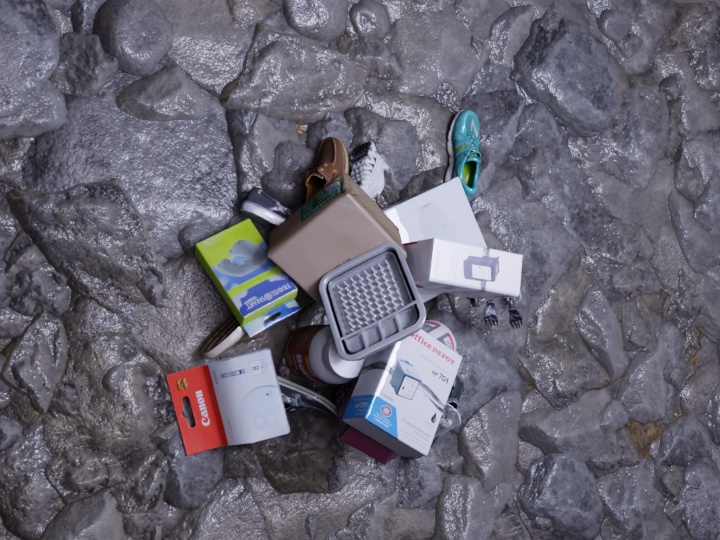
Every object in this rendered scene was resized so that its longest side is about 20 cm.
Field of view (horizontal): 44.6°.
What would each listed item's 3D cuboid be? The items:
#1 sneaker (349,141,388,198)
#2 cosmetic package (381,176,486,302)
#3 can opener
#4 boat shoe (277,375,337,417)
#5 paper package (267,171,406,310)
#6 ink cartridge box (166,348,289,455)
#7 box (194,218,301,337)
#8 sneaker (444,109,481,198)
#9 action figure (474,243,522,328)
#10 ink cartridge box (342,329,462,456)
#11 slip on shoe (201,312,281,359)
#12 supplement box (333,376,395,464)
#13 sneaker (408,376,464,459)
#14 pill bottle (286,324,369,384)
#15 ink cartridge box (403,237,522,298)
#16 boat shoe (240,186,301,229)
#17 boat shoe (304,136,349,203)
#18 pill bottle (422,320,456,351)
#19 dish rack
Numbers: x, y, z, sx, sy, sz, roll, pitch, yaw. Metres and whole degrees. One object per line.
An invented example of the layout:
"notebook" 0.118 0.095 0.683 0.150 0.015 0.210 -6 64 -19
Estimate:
"sneaker" 0.009 -0.168 1.767 0.081 0.075 0.200 44 49 -31
"cosmetic package" 0.136 -0.057 1.809 0.199 0.123 0.201 -25 96 -23
"can opener" 0.116 0.320 1.771 0.200 0.067 0.053 -31 103 22
"boat shoe" -0.135 0.247 1.697 0.200 0.075 0.062 24 82 -16
"paper package" -0.045 -0.049 1.650 0.200 0.104 0.191 -37 119 16
"ink cartridge box" -0.245 0.246 1.624 0.199 0.047 0.161 -14 92 -5
"box" -0.210 0.012 1.647 0.122 0.048 0.200 -28 71 -23
"sneaker" 0.235 -0.250 1.890 0.077 0.080 0.201 6 83 -24
"action figure" 0.292 0.037 1.886 0.118 0.102 0.200 -1 45 2
"ink cartridge box" 0.077 0.210 1.567 0.146 0.086 0.200 34 65 -21
"slip on shoe" -0.213 0.109 1.674 0.200 0.076 0.061 -44 116 -26
"supplement box" 0.019 0.262 1.688 0.110 0.200 0.086 32 109 -18
"sneaker" 0.158 0.306 1.820 0.200 0.075 0.079 -59 147 1
"pill bottle" -0.059 0.158 1.664 0.112 0.200 0.113 2 85 -24
"ink cartridge box" 0.189 -0.001 1.683 0.199 0.145 0.085 10 83 -23
"boat shoe" -0.137 -0.104 1.724 0.200 0.070 0.066 25 77 -14
"boat shoe" -0.071 -0.182 1.728 0.067 0.072 0.201 27 57 -39
"pill bottle" 0.105 0.171 1.737 0.200 0.110 0.111 -19 95 -60
"dish rack" 0.024 0.060 1.561 0.171 0.200 0.044 -28 142 10
